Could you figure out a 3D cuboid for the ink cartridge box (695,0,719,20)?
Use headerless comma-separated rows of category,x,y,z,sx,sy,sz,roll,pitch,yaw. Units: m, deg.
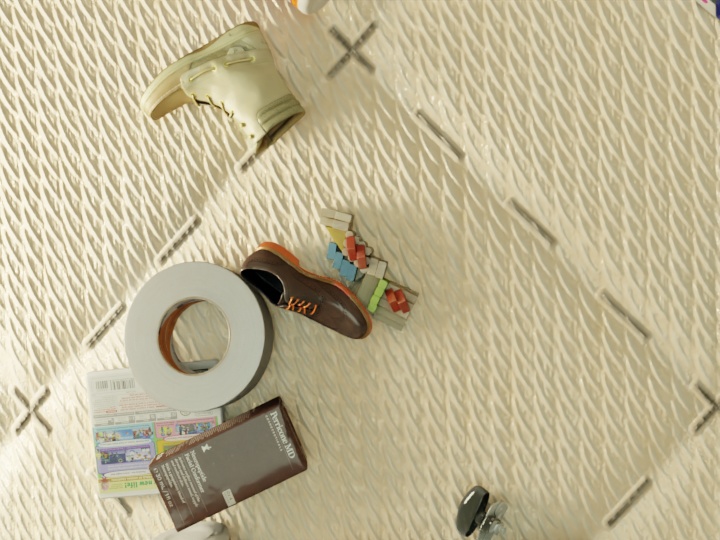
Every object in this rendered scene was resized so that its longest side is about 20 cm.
ink cartridge box,0.450,-0.416,1.078,0.199,0.037,0.095,41,96,0

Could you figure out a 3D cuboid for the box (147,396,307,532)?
box,-0.180,0.266,1.135,0.197,0.075,0.102,-25,93,-6

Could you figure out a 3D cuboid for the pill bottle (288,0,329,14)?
pill bottle,-0.113,-0.447,1.089,0.199,0.114,0.115,40,96,2

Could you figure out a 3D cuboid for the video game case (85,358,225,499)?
video game case,-0.291,0.229,1.187,0.196,0.022,0.186,-6,92,5

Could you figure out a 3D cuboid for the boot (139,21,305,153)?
boot,-0.189,-0.224,1.128,0.198,0.073,0.157,-31,87,1

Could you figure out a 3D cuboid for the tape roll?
tape roll,-0.221,0.091,1.137,0.196,0.066,0.204,-1,83,6

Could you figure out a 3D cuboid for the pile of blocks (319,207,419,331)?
pile of blocks,0.000,0.000,1.127,0.082,0.062,0.201,-40,88,6

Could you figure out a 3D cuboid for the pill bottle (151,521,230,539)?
pill bottle,-0.225,0.467,1.143,0.117,0.120,0.204,-9,92,6

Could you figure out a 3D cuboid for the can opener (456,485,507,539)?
can opener,0.146,0.400,1.146,0.066,0.052,0.203,26,94,38

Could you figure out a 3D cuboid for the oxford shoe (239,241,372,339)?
oxford shoe,-0.077,0.042,1.121,0.198,0.073,0.072,31,126,8
